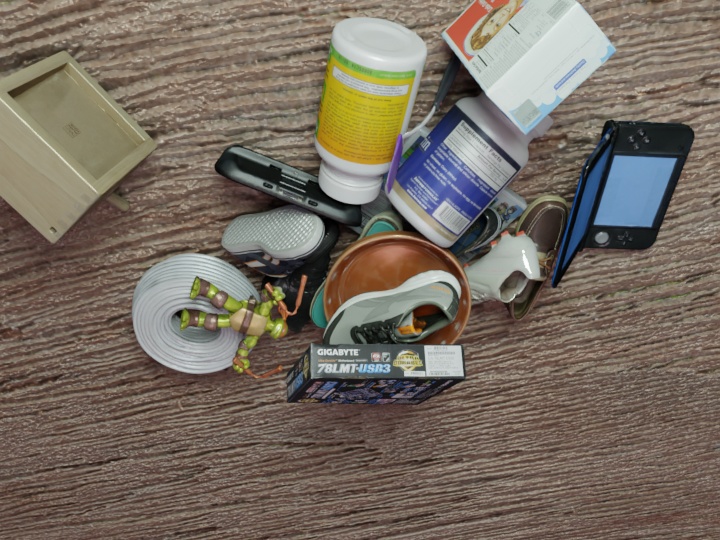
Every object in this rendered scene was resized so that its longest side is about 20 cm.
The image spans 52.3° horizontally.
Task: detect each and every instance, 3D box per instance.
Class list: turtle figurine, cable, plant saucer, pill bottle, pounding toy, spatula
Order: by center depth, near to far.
[{"bbox_3d":[0.075,-0.180,0.862,0.020,0.201,0.057,29,169,11],"label":"spatula"},{"bbox_3d":[0.004,-0.185,0.879,0.110,0.112,0.201,9,129,-7],"label":"pill bottle"},{"bbox_3d":[-0.355,-0.138,0.892,0.142,0.201,0.184,-36,107,27],"label":"pounding toy"},{"bbox_3d":[0.132,-0.136,0.898,0.115,0.116,0.200,36,105,-26],"label":"pill bottle"},{"bbox_3d":[0.049,0.037,0.988,0.198,0.032,0.202,1,118,2],"label":"plant saucer"},{"bbox_3d":[-0.164,0.058,1.036,0.160,0.065,0.201,19,124,-15],"label":"turtle figurine"},{"bbox_3d":[-0.251,0.069,1.120,0.198,0.070,0.201,-16,128,14],"label":"cable"}]

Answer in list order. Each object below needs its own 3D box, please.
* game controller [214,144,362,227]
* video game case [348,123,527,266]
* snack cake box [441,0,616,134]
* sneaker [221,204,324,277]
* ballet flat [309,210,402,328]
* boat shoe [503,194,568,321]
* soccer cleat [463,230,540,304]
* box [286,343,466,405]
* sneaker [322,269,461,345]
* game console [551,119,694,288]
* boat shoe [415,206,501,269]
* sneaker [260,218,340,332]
[{"bbox_3d":[-0.090,-0.106,0.945,0.198,0.105,0.042,20,115,-10],"label":"game controller"},{"bbox_3d":[0.098,-0.084,1.023,0.199,0.022,0.182,31,124,-22],"label":"video game case"},{"bbox_3d":[0.165,-0.238,0.766,0.067,0.201,0.115,36,112,-27],"label":"snack cake box"},{"bbox_3d":[-0.102,-0.038,0.993,0.199,0.079,0.079,4,153,48],"label":"sneaker"},{"bbox_3d":[0.000,0.000,1.027,0.067,0.062,0.200,37,114,-4],"label":"ballet flat"},{"bbox_3d":[0.250,-0.012,1.048,0.071,0.072,0.201,10,129,-9],"label":"boat shoe"},{"bbox_3d":[0.182,0.018,1.038,0.069,0.078,0.200,-4,156,-26],"label":"soccer cleat"},{"bbox_3d":[0.013,0.140,0.966,0.196,0.050,0.200,4,160,-13],"label":"box"},{"bbox_3d":[0.036,0.066,0.942,0.199,0.080,0.074,-26,116,18],"label":"sneaker"},{"bbox_3d":[0.341,-0.081,0.962,0.169,0.119,0.201,2,131,-1],"label":"game console"},{"bbox_3d":[0.098,-0.029,1.001,0.199,0.057,0.069,-32,80,18],"label":"boat shoe"},{"bbox_3d":[-0.070,0.011,1.081,0.104,0.060,0.200,30,124,-30],"label":"sneaker"}]
